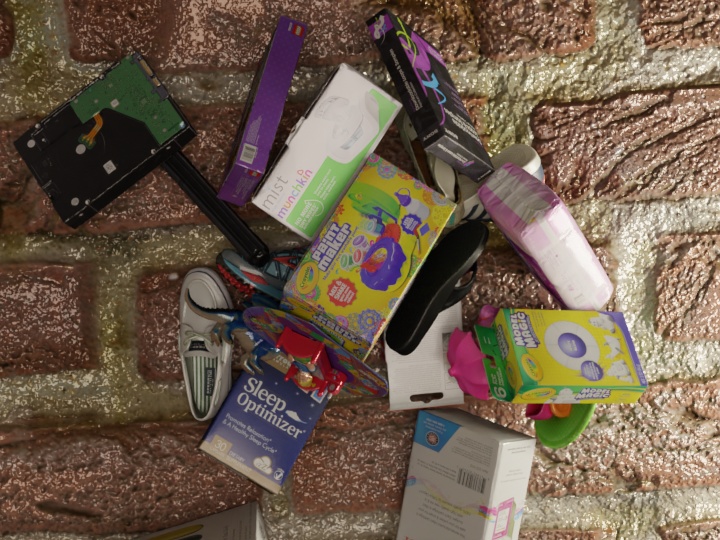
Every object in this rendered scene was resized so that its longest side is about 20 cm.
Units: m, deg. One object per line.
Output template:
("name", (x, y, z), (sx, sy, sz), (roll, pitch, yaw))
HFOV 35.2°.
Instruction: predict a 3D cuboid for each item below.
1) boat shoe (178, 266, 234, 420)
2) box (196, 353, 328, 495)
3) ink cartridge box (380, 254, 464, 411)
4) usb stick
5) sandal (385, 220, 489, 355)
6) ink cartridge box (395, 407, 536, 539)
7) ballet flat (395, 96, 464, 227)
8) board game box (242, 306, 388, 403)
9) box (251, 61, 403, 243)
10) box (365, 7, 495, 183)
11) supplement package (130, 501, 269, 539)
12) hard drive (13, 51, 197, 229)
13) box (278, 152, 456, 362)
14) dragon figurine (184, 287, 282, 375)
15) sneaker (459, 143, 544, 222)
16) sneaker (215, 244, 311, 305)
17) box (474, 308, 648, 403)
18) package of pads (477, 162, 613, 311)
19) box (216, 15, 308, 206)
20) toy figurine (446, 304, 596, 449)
("boat shoe", (-0.201, 0.098, 1.485), (0.073, 0.067, 0.202), (-6, 99, 12))
("box", (-0.114, 0.177, 1.496), (0.121, 0.032, 0.201), (32, 72, -9))
("ink cartridge box", (0.081, 0.081, 1.525), (0.108, 0.050, 0.202), (-4, 99, -6))
("usb stick", (-0.188, -0.083, 1.445), (0.033, 0.055, 0.200), (-42, 79, -8))
("sandal", (0.105, 0.023, 1.467), (0.048, 0.075, 0.201), (28, 101, -34))
("ink cartridge box", (0.137, 0.300, 1.507), (0.084, 0.144, 0.202), (4, 99, -47))
("ballet flat", (0.095, -0.153, 1.447), (0.067, 0.062, 0.201), (-15, 70, -9))
("board game box", (-0.062, 0.115, 1.367), (0.200, 0.158, 0.039), (39, 67, -25))
("box", (-0.047, -0.150, 1.418), (0.096, 0.176, 0.201), (34, 93, -8))
("box", (0.088, -0.213, 1.396), (0.036, 0.143, 0.201), (-31, 64, 22))
("supplement package", (-0.209, 0.423, 1.492), (0.199, 0.152, 0.152), (-17, 99, -3))
("hard drive", (-0.322, -0.166, 1.434), (0.200, 0.038, 0.140), (-38, 72, 1))
("box", (0.000, 0.000, 1.373), (0.122, 0.193, 0.201), (31, 72, 3))
("dragon figurine", (-0.137, 0.065, 1.455), (0.200, 0.059, 0.100), (42, 66, -15))
("sneaker", (0.153, -0.087, 1.502), (0.199, 0.075, 0.085), (-23, 131, 11))
("sneaker", (-0.091, 0.004, 1.497), (0.199, 0.079, 0.096), (23, 77, -11))
("box", (0.246, 0.106, 1.413), (0.198, 0.118, 0.049), (0, 142, -16))
("package of pads", (0.238, -0.036, 1.447), (0.076, 0.121, 0.200), (-39, 130, 3))
("box", (-0.121, -0.192, 1.391), (0.039, 0.137, 0.201), (19, 73, -12))
("toy figurine", (0.203, 0.109, 1.483), (0.183, 0.150, 0.201), (21, 73, -18))
